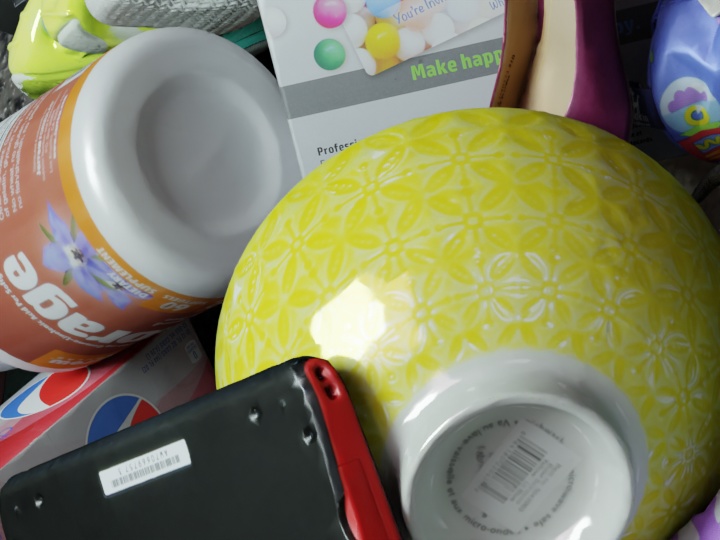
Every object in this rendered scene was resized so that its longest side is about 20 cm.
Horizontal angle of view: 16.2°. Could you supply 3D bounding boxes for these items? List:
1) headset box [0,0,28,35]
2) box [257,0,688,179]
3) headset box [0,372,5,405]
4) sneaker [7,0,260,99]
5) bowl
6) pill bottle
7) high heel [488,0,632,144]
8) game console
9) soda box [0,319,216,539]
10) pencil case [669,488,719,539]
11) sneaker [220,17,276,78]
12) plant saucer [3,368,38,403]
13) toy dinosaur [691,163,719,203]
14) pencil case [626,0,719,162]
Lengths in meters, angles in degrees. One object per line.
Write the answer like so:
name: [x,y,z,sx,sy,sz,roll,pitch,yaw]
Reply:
headset box: [-0.167,-0.231,1.320,0.148,0.075,0.201,-28,57,36]
box: [0.035,-0.128,0.980,0.155,0.041,0.201,-11,102,10]
headset box: [-0.249,0.089,1.230,0.148,0.075,0.201,-10,69,44]
sneaker: [-0.097,-0.147,1.095,0.200,0.075,0.106,-23,63,49]
bowl: [0.050,0.054,0.889,0.200,0.200,0.108,-55,18,17]
pill bottle: [-0.116,-0.020,1.074,0.200,0.112,0.113,-25,59,51]
high heel: [0.056,-0.094,0.916,0.067,0.096,0.201,22,97,55]
game console: [-0.046,0.137,0.901,0.200,0.031,0.178,-24,81,45]
soda box: [-0.141,0.099,1.097,0.063,0.200,0.070,-8,115,43]
pencil case: [0.105,0.169,0.894,0.200,0.084,0.086,-56,26,16]
sneaker: [-0.079,-0.047,1.167,0.200,0.083,0.121,-58,35,13]
plant saucer: [-0.192,0.136,1.249,0.199,0.036,0.201,-18,64,41]
toy dinosaur: [0.188,-0.011,0.873,0.200,0.102,0.077,-17,52,53]
pencil case: [0.191,-0.088,0.896,0.199,0.087,0.078,-7,49,43]
